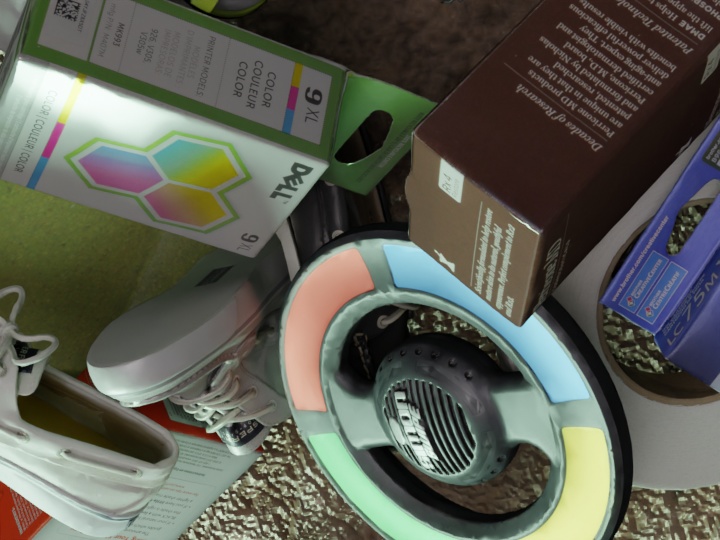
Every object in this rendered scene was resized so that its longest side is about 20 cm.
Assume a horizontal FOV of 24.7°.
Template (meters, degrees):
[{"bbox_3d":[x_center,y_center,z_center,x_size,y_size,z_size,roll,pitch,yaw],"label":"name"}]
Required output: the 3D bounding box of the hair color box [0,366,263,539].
[{"bbox_3d":[-0.160,0.136,0.941,0.200,0.101,0.061,-45,52,20],"label":"hair color box"}]

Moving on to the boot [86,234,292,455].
[{"bbox_3d":[-0.069,0.052,0.848,0.073,0.200,0.096,-10,104,22],"label":"boot"}]

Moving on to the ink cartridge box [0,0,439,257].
[{"bbox_3d":[-0.071,-0.063,0.772,0.199,0.060,0.104,18,150,-17],"label":"ink cartridge box"}]

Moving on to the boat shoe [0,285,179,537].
[{"bbox_3d":[-0.174,0.052,0.797,0.201,0.075,0.086,35,121,-16],"label":"boat shoe"}]

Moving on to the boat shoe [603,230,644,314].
[{"bbox_3d":[0.134,-0.026,0.840,0.057,0.067,0.201,28,106,13],"label":"boat shoe"}]

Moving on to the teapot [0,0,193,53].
[{"bbox_3d":[-0.158,-0.207,0.828,0.145,0.200,0.198,28,122,21],"label":"teapot"}]

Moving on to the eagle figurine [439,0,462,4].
[{"bbox_3d":[0.110,-0.221,0.770,0.199,0.152,0.152,-11,120,14],"label":"eagle figurine"}]

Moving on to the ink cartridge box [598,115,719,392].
[{"bbox_3d":[0.223,0.022,0.755,0.199,0.042,0.120,32,103,-6],"label":"ink cartridge box"}]

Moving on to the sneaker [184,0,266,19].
[{"bbox_3d":[-0.022,-0.202,0.763,0.071,0.083,0.201,27,83,-12],"label":"sneaker"}]

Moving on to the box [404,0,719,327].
[{"bbox_3d":[0.109,-0.082,0.709,0.075,0.100,0.200,41,73,17],"label":"box"}]

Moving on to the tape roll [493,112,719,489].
[{"bbox_3d":[0.161,0.010,0.811,0.201,0.037,0.204,-3,109,-10],"label":"tape roll"}]

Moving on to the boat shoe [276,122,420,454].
[{"bbox_3d":[0.000,0.000,0.886,0.060,0.074,0.201,-19,89,24],"label":"boat shoe"}]

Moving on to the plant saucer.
[{"bbox_3d":[-0.172,-0.002,0.896,0.048,0.199,0.201,45,116,43],"label":"plant saucer"}]

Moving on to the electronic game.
[{"bbox_3d":[0.041,0.068,0.798,0.199,0.042,0.201,22,130,28],"label":"electronic game"}]
